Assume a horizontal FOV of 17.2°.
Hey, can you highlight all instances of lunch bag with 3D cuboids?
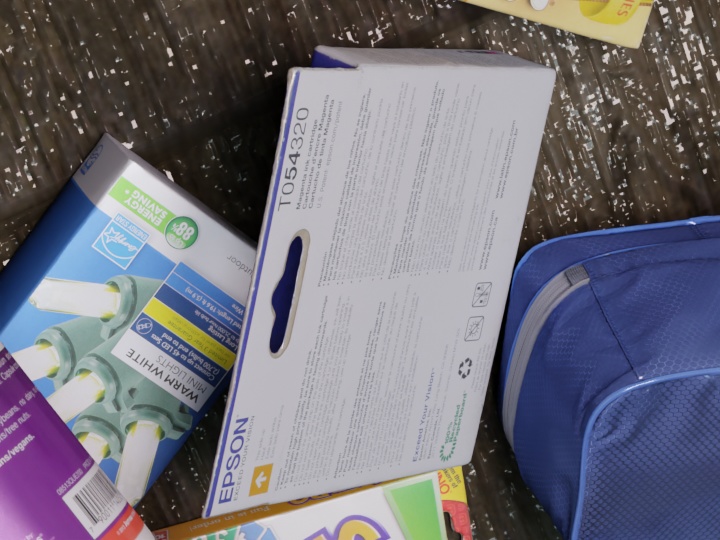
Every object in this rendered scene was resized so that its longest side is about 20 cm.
[{"bbox_3d":[0.169,0.049,1.124,0.200,0.132,0.136,-6,129,-16],"label":"lunch bag"}]

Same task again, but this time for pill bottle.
[{"bbox_3d":[-0.180,0.074,0.956,0.112,0.112,0.200,-38,95,-5],"label":"pill bottle"}]

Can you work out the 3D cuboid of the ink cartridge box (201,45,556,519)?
[{"bbox_3d":[0.000,0.000,1.051,0.200,0.043,0.197,-4,111,-52],"label":"ink cartridge box"}]

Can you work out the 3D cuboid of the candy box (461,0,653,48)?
[{"bbox_3d":[0.045,-0.180,1.057,0.200,0.055,0.116,13,101,-21],"label":"candy box"}]

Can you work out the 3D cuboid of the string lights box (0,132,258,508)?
[{"bbox_3d":[-0.129,0.051,1.064,0.103,0.059,0.200,36,92,-24],"label":"string lights box"}]

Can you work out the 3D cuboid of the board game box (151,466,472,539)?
[{"bbox_3d":[-0.036,0.156,1.147,0.200,0.030,0.096,-15,110,-17],"label":"board game box"}]
